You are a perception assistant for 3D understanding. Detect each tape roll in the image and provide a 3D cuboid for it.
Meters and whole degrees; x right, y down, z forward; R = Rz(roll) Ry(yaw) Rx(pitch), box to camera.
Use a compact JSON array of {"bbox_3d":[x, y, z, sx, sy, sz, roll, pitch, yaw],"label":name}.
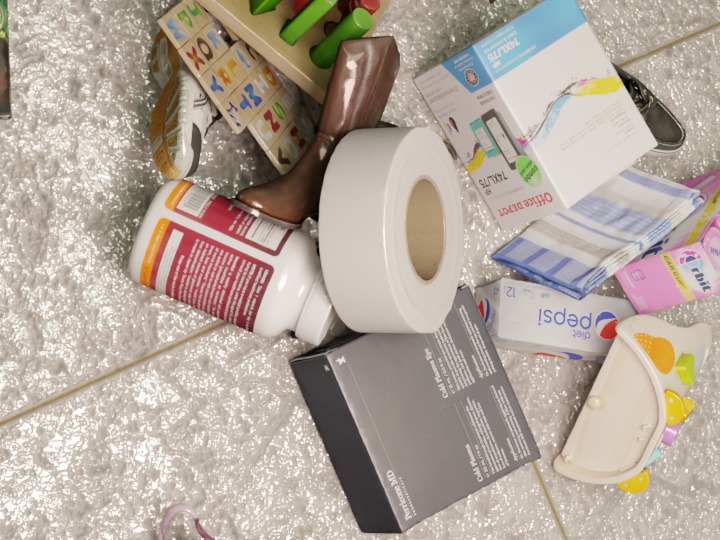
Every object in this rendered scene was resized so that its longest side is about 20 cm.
[{"bbox_3d":[0.033,-0.038,1.560,0.202,0.071,0.203,-1,90,-66],"label":"tape roll"}]

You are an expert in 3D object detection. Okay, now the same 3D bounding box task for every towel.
[{"bbox_3d":[0.260,-0.049,1.771,0.200,0.147,0.024,-37,128,-23],"label":"towel"}]

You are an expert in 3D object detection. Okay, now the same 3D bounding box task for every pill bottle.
[{"bbox_3d":[-0.116,-0.004,1.575,0.200,0.113,0.113,24,72,4],"label":"pill bottle"}]

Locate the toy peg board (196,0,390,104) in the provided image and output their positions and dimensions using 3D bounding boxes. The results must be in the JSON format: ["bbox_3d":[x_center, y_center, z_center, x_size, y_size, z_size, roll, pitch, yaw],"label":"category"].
[{"bbox_3d":[-0.050,-0.314,1.658,0.200,0.098,0.199,39,49,-15],"label":"toy peg board"}]

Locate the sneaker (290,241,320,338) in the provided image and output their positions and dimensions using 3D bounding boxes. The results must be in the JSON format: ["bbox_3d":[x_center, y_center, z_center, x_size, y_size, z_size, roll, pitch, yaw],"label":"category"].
[{"bbox_3d":[0.000,0.000,1.693,0.200,0.074,0.088,-21,108,-18],"label":"sneaker"}]

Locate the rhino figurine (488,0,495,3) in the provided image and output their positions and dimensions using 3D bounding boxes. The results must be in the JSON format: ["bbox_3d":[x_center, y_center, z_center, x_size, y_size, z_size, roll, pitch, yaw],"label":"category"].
[{"bbox_3d":[0.145,-0.395,1.812,0.087,0.060,0.200,26,69,-7],"label":"rhino figurine"}]

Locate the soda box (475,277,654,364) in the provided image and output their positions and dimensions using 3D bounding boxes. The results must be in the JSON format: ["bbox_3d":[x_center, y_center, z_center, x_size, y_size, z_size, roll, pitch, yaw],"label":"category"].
[{"bbox_3d":[0.225,0.060,1.776,0.199,0.063,0.069,9,77,-23],"label":"soda box"}]

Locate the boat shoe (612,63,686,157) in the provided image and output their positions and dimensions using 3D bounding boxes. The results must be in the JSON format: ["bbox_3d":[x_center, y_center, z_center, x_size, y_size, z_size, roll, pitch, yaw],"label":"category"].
[{"bbox_3d":[0.301,-0.194,1.852,0.200,0.057,0.069,29,71,-17],"label":"boat shoe"}]

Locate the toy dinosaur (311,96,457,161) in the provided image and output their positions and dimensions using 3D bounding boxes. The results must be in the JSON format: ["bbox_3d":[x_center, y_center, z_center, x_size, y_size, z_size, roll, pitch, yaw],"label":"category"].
[{"bbox_3d":[0.017,-0.132,1.678,0.102,0.200,0.077,21,101,-43],"label":"toy dinosaur"}]

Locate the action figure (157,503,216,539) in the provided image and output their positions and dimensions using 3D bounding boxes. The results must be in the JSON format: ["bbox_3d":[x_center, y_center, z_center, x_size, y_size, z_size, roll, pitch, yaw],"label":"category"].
[{"bbox_3d":[-0.095,0.312,1.597,0.200,0.134,0.149,-4,41,-37],"label":"action figure"}]

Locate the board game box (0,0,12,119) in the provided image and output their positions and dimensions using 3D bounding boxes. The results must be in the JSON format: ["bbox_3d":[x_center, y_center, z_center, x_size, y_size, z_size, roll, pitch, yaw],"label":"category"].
[{"bbox_3d":[-0.396,-0.247,1.569,0.104,0.023,0.201,0,83,-22],"label":"board game box"}]

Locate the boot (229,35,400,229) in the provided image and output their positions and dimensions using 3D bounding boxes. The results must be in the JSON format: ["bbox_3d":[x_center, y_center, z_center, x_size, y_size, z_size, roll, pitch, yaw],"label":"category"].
[{"bbox_3d":[-0.038,-0.143,1.557,0.186,0.064,0.201,-7,122,-61],"label":"boot"}]

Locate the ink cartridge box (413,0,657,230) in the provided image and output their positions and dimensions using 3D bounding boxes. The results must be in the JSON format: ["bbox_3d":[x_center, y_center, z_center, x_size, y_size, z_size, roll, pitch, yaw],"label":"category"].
[{"bbox_3d":[0.190,-0.172,1.751,0.146,0.147,0.200,-34,96,-25],"label":"ink cartridge box"}]

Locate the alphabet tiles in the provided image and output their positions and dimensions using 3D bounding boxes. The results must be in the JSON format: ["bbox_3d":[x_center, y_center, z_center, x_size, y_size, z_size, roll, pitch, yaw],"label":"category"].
[{"bbox_3d":[-0.120,-0.191,1.626,0.200,0.008,0.167,55,23,-12],"label":"alphabet tiles"}]

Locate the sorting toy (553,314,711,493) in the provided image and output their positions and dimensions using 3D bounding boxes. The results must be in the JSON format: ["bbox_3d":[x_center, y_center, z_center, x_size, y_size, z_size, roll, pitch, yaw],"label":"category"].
[{"bbox_3d":[0.323,0.134,1.756,0.107,0.200,0.180,34,36,22],"label":"sorting toy"}]

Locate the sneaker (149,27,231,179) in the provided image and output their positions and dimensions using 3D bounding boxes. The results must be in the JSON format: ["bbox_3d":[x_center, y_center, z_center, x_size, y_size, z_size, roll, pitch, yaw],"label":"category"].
[{"bbox_3d":[-0.158,-0.170,1.606,0.087,0.076,0.200,21,49,-29],"label":"sneaker"}]

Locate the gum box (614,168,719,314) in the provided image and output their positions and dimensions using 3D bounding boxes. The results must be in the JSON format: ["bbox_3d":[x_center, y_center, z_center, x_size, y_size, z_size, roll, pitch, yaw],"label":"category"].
[{"bbox_3d":[0.376,-0.042,1.796,0.066,0.113,0.200,57,42,-15],"label":"gum box"}]

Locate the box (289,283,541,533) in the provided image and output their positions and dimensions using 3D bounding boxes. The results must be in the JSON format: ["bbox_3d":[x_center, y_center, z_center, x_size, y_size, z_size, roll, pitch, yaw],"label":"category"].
[{"bbox_3d":[0.056,0.144,1.666,0.182,0.104,0.201,-24,92,-26],"label":"box"}]
